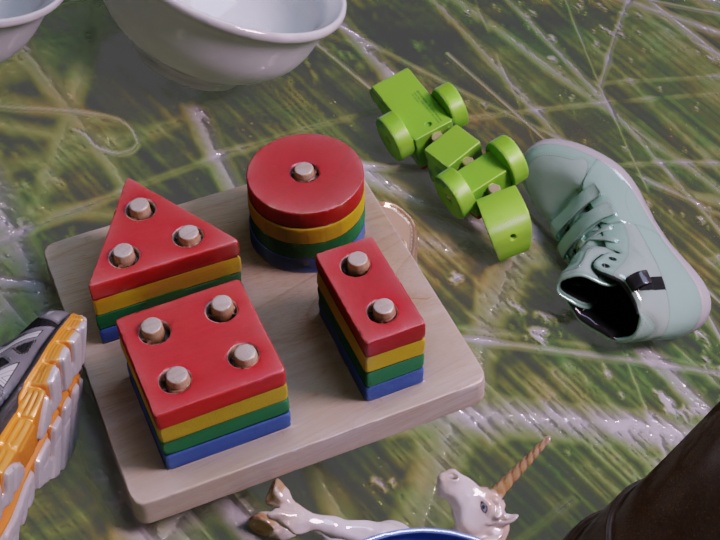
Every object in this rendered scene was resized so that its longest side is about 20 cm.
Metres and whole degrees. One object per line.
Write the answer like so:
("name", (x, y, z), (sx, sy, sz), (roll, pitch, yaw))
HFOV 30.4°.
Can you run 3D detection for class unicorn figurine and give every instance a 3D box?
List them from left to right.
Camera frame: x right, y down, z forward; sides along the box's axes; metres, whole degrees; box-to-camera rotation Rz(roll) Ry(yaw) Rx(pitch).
("unicorn figurine", (0.008, 0.158, 0.681), (0.136, 0.074, 0.201), (24, 51, -8))

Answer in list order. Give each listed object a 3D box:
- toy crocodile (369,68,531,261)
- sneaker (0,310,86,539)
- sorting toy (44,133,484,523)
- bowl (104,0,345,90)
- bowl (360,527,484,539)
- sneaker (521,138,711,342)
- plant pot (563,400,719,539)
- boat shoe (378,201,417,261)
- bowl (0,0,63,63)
("toy crocodile", (0.071, -0.089, 1.038), (0.067, 0.062, 0.200), (-32, 54, -13))
("sneaker", (-0.185, 0.077, 0.637), (0.076, 0.079, 0.200), (11, 28, 5))
("sorting toy", (-0.060, 0.011, 0.734), (0.198, 0.070, 0.199), (-18, 49, -15))
("bowl", (-0.117, -0.201, 1.005), (0.199, 0.091, 0.202), (19, 35, -14))
("bowl", (0.032, 0.217, 0.587), (0.199, 0.039, 0.203), (14, 58, -23))
("sneaker", (0.173, -0.028, 1.013), (0.118, 0.074, 0.201), (-8, 51, -50))
("plant pot", (0.237, 0.152, 0.728), (0.198, 0.199, 0.201), (18, 37, -14))
("boat shoe", (0.000, 0.000, 0.864), (0.073, 0.069, 0.200), (31, 35, 3))
("bowl", (-0.298, -0.188, 0.873), (0.199, 0.091, 0.202), (20, 36, -15))
